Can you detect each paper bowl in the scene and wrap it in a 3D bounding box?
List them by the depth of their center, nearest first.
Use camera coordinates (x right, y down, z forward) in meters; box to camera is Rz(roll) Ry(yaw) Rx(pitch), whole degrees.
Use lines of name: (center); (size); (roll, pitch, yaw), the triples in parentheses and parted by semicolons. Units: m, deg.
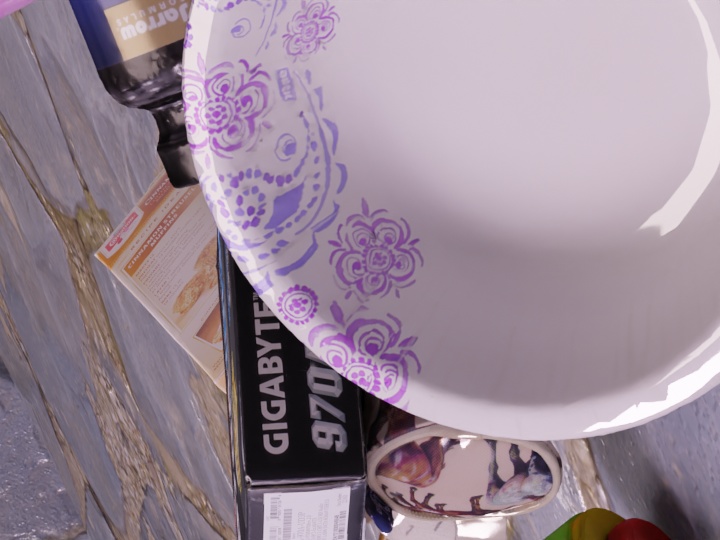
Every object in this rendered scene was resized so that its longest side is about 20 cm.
paper bowl: (0.055, -0.059, 0.870); (0.104, 0.200, 0.202); (-44, -62, -57)

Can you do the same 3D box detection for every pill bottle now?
pill bottle: (-0.088, -0.148, 1.385); (0.201, 0.111, 0.112); (68, 167, -7)

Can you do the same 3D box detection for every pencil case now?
pencil case: (0.031, 0.004, 1.121); (0.090, 0.077, 0.201); (101, 167, -54)

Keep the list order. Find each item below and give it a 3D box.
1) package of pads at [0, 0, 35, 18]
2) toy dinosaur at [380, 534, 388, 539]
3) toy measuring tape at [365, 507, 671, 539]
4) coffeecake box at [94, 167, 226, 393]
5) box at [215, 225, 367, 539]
package of pads: (-0.112, -0.173, 1.243); (0.076, 0.199, 0.120); (64, 171, -12)
toy dinosaur: (0.030, 0.076, 1.221); (0.060, 0.106, 0.201); (26, 112, 11)
toy measuring tape: (0.074, 0.117, 1.178); (0.200, 0.074, 0.074); (33, -177, -28)
coffeecake box: (-0.030, 0.038, 1.421); (0.153, 0.073, 0.200); (40, 180, -28)
box: (-0.029, 0.035, 1.104); (0.159, 0.046, 0.201); (94, 172, -57)
